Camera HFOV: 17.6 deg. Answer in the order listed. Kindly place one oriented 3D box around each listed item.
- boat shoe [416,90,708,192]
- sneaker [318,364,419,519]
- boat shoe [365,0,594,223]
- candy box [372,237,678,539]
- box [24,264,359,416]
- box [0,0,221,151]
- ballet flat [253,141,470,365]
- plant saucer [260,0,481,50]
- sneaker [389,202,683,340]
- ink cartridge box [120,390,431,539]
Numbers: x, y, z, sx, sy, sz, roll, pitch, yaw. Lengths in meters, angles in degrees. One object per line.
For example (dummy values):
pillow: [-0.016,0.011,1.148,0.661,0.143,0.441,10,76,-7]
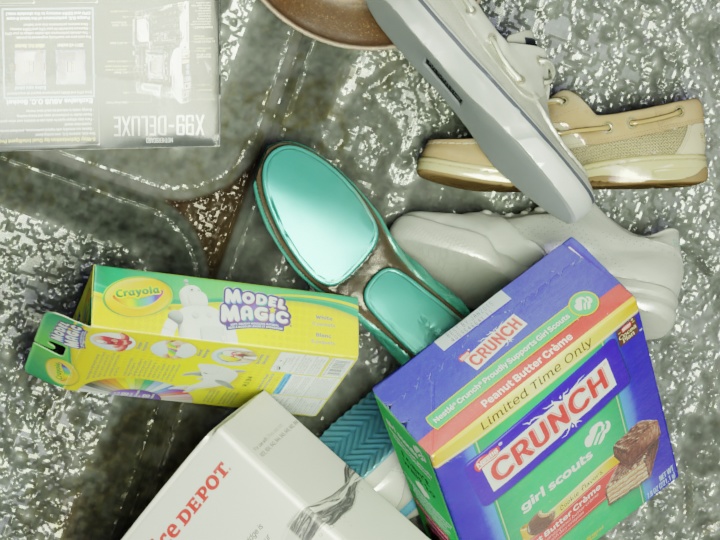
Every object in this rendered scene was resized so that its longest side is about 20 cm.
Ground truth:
boat shoe: [0.133,-0.086,1.546,0.198,0.071,0.065,-2,90,-14]
sneaker: [0.058,0.103,1.570,0.199,0.077,0.081,-35,132,-9]
boat shoe: [0.091,-0.123,1.475,0.070,0.071,0.200,-40,85,-12]
candy box: [0.110,0.105,1.501,0.169,0.077,0.201,-36,139,-13]
box: [-0.111,0.046,1.493,0.198,0.117,0.049,6,66,-15]
box: [-0.186,-0.157,1.466,0.198,0.050,0.159,-3,103,-12]
ballet flat: [0.000,0.000,1.526,0.067,0.070,0.200,-44,92,-9]
plant saucer: [0.006,-0.244,1.497,0.199,0.037,0.202,-2,102,-11]
sneaker: [0.119,-0.018,1.560,0.199,0.075,0.089,15,65,-1]
ink cartridge box: [-0.044,0.200,1.494,0.200,0.084,0.146,42,116,5]
